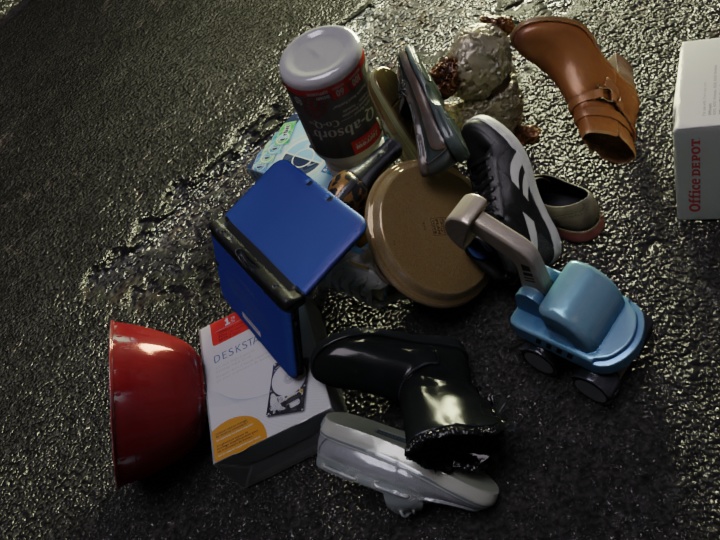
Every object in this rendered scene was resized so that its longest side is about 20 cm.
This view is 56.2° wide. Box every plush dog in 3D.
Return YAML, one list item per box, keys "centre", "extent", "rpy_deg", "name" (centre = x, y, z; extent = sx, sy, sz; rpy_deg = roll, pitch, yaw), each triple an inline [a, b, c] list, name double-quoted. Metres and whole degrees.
- centre: [0.168, -0.257, 0.941]
  extent: [0.159, 0.173, 0.200]
  rpy_deg: [28, 69, 39]
  name: "plush dog"

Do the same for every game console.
- centre: [-0.087, -0.007, 0.806]
  extent: [0.117, 0.173, 0.200]
  rpy_deg: [-23, 41, -26]
  name: "game console"

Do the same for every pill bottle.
- centre: [-0.029, -0.224, 0.942]
  extent: [0.114, 0.201, 0.117]
  rpy_deg: [-9, 54, 13]
  name: "pill bottle"

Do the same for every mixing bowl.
- centre: [-0.251, 0.160, 0.840]
  extent: [0.106, 0.202, 0.202]
  rpy_deg: [-2, 44, -18]
  name: "mixing bowl"

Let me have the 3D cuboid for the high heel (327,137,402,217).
- centre: [-0.022, -0.073, 0.881]
  extent: [0.071, 0.201, 0.143]
  rpy_deg: [38, 55, 7]
  name: "high heel"

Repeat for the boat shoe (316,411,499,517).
- centre: [0.044, 0.214, 0.706]
  extent: [0.198, 0.070, 0.073]
  rpy_deg: [18, 98, 19]
  name: "boat shoe"

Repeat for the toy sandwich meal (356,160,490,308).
- centre: [0.082, -0.046, 0.829]
  extent: [0.070, 0.203, 0.207]
  rpy_deg: [-34, 27, 59]
  name: "toy sandwich meal"

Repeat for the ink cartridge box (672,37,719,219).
- centre: [0.450, -0.157, 0.733]
  extent: [0.197, 0.148, 0.146]
  rpy_deg: [2, 55, 28]
  name: "ink cartridge box"

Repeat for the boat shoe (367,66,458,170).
- centre: [0.062, -0.178, 0.913]
  extent: [0.062, 0.201, 0.074]
  rpy_deg: [-17, 35, 38]
  name: "boat shoe"

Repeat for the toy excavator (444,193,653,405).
- centre: [0.192, 0.017, 0.691]
  extent: [0.193, 0.201, 0.100]
  rpy_deg: [26, 68, 39]
  name: "toy excavator"

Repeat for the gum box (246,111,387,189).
- centre: [-0.065, -0.193, 1.101]
  extent: [0.198, 0.045, 0.171]
  rpy_deg: [22, 67, 37]
  name: "gum box"

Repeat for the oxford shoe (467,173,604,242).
- centre: [0.213, -0.101, 0.861]
  extent: [0.198, 0.075, 0.071]
  rpy_deg: [19, 64, 37]
  name: "oxford shoe"

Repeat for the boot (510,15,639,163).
- centre: [0.282, -0.233, 0.871]
  extent: [0.197, 0.074, 0.157]
  rpy_deg: [17, 61, -14]
  name: "boot"

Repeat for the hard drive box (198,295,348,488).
- centre: [-0.110, 0.137, 0.839]
  extent: [0.154, 0.077, 0.202]
  rpy_deg: [-26, 46, 5]
  name: "hard drive box"

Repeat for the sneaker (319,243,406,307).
- centre: [0.000, 0.000, 0.853]
  extent: [0.196, 0.077, 0.082]
  rpy_deg: [-1, 52, -6]
  name: "sneaker"

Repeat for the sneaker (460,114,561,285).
- centre: [0.153, -0.081, 0.793]
  extent: [0.111, 0.202, 0.073]
  rpy_deg: [-27, -3, -31]
  name: "sneaker"

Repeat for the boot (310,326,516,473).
- centre: [0.050, 0.135, 0.703]
  extent: [0.194, 0.074, 0.163]
  rpy_deg: [2, 30, -11]
  name: "boot"

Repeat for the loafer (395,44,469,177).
- centre: [0.071, -0.199, 0.829]
  extent: [0.062, 0.072, 0.202]
  rpy_deg: [-31, 52, 18]
  name: "loafer"
